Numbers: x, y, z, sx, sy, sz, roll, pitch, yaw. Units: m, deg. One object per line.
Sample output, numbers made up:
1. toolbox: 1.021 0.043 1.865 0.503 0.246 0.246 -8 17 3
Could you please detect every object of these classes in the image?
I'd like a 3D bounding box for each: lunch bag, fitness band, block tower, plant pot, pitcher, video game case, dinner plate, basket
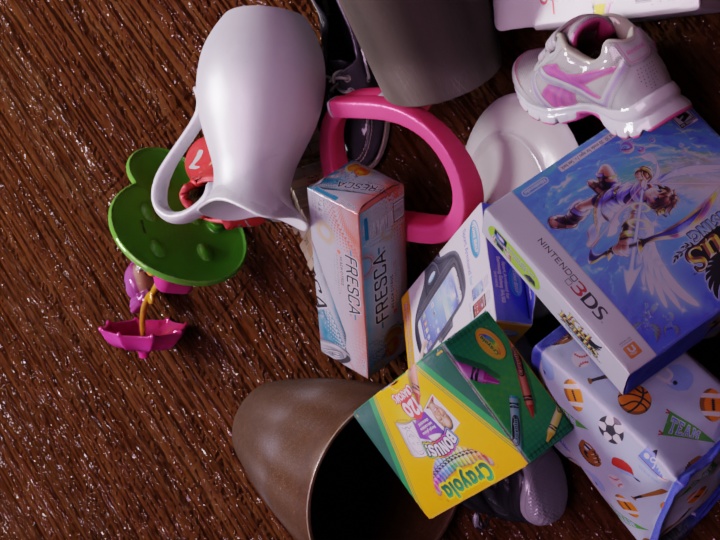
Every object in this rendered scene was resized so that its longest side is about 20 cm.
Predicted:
1. lunch bag: 0.227 0.133 1.345 0.170 0.124 0.200 46 157 24
2. fitness band: 0.032 -0.095 1.480 0.200 0.037 0.144 11 124 48
3. block tower: -0.061 -0.104 1.594 0.200 0.054 0.058 66 160 11
4. plant pot: -0.034 0.180 1.561 0.200 0.187 0.188 20 109 49
5. pitcher: -0.119 -0.140 1.520 0.171 0.121 0.201 0 81 26
6. video game case: 0.230 -0.028 1.287 0.181 0.200 0.045 51 165 22
7. dinner plate: 0.136 -0.056 1.424 0.200 0.024 0.201 21 114 57
8. basket: 0.043 -0.255 1.387 0.136 0.180 0.200 0 125 33

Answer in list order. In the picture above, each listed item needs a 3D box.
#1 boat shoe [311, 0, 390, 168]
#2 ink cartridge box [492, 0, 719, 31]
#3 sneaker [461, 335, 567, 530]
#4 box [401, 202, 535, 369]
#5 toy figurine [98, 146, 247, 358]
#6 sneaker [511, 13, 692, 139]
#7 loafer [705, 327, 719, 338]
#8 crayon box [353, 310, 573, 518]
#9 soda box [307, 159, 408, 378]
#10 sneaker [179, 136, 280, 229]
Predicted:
1. boat shoe: -0.020 -0.194 1.551 0.073 0.063 0.201 0 98 38
2. ink cartridge box: 0.206 -0.264 1.346 0.200 0.067 0.117 0 97 39
3. sneaker: 0.113 0.142 1.480 0.114 0.075 0.201 -20 82 41
4. box: 0.095 0.030 1.422 0.200 0.041 0.119 124 147 -53
5. toy figurine: -0.227 0.000 1.732 0.184 0.150 0.200 -61 37 40
6. sneaker: 0.189 -0.171 1.318 0.200 0.081 0.088 20 136 59
7. loafer: 0.234 -0.010 1.365 0.200 0.075 0.070 57 138 31
8. crayon box: 0.082 0.126 1.359 0.119 0.058 0.200 53 150 5
9. soda box: 0.000 0.000 1.516 0.068 0.064 0.200 28 137 35
10. sneaker: -0.148 -0.090 1.632 0.200 0.085 0.077 31 136 60
